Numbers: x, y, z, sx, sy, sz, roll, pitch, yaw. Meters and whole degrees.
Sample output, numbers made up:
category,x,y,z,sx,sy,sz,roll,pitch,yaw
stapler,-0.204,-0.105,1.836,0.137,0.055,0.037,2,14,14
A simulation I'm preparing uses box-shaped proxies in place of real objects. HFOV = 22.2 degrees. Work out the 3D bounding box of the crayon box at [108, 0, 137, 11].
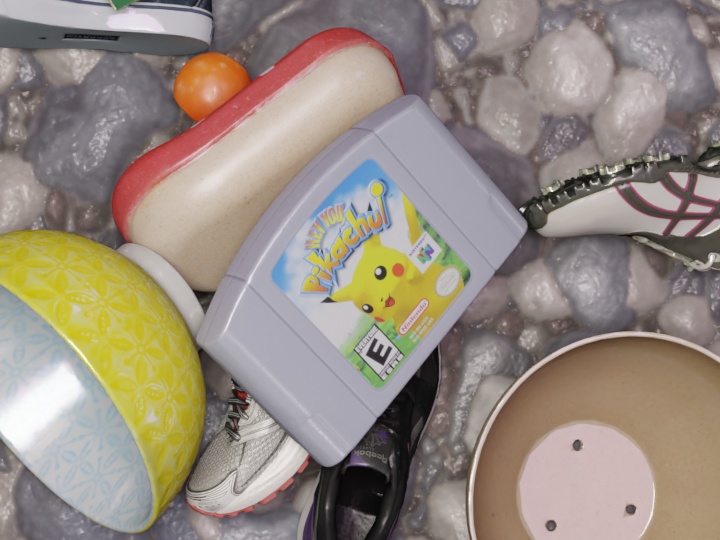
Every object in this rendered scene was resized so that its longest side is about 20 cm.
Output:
category,x,y,z,sx,sy,sz,roll,pitch,yaw
crayon box,-0.100,-0.258,1.145,0.199,0.051,0.128,-33,91,-32

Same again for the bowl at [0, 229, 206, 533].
category,x,y,z,sx,sy,sz,roll,pitch,yaw
bowl,-0.156,0.046,1.100,0.200,0.200,0.108,49,60,-1

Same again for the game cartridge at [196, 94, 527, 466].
category,x,y,z,sx,sy,sz,roll,pitch,yaw
game cartridge,0.000,0.000,1.094,0.133,0.040,0.200,45,75,-22

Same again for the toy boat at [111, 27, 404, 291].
category,x,y,z,sx,sy,sz,roll,pitch,yaw
toy boat,-0.073,-0.085,1.154,0.199,0.131,0.131,-38,60,-8

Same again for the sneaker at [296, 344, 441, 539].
category,x,y,z,sx,sy,sz,roll,pitch,yaw
sneaker,0.013,0.100,1.151,0.075,0.088,0.202,11,84,-5

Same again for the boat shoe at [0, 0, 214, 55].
category,x,y,z,sx,sy,sz,roll,pitch,yaw
boat shoe,-0.189,-0.190,1.156,0.198,0.071,0.092,3,80,-21

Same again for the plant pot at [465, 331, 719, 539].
category,x,y,z,sx,sy,sz,roll,pitch,yaw
plant pot,0.155,0.141,1.140,0.198,0.134,0.202,0,86,-5

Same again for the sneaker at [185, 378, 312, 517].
category,x,y,z,sx,sy,sz,roll,pitch,yaw
sneaker,-0.057,0.058,1.137,0.082,0.078,0.201,31,85,-32

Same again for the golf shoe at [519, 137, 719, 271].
category,x,y,z,sx,sy,sz,roll,pitch,yaw
golf shoe,0.205,-0.037,1.190,0.198,0.077,0.089,-11,94,-6
